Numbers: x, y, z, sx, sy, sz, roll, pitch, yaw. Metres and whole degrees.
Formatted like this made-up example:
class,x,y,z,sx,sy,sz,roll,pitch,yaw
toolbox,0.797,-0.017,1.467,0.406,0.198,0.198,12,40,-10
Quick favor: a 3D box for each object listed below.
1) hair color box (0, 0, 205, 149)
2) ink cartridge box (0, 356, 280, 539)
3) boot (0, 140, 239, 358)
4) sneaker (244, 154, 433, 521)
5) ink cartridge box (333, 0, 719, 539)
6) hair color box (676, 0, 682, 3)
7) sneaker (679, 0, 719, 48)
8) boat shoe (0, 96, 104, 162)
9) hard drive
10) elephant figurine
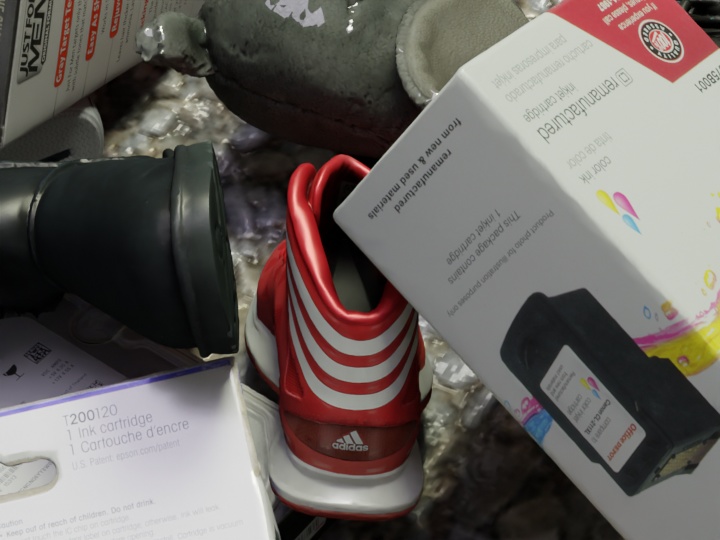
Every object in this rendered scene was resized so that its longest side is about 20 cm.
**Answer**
class,x,y,z,sx,sy,sz,roll,pitch,yaw
hair color box,-0.124,-0.136,1.035,0.061,0.102,0.200,20,28,15
ink cartridge box,-0.115,0.146,0.822,0.196,0.043,0.201,-12,66,-3
boot,-0.131,-0.003,0.883,0.167,0.077,0.200,-8,9,-5
sneaker,0.000,0.000,0.907,0.078,0.116,0.200,3,24,-10
ink cartridge box,0.112,0.006,0.831,0.200,0.083,0.146,47,37,5
hair color box,0.224,-0.151,1.106,0.198,0.061,0.101,0,47,3
sneaker,0.152,-0.101,0.978,0.073,0.083,0.200,17,27,27
boat shoe,-0.211,-0.042,1.031,0.199,0.073,0.071,-17,40,-27
hard drive,-0.121,0.076,0.931,0.199,0.038,0.140,29,55,27
elephant figurine,0.039,-0.072,1.008,0.200,0.142,0.155,43,90,16
